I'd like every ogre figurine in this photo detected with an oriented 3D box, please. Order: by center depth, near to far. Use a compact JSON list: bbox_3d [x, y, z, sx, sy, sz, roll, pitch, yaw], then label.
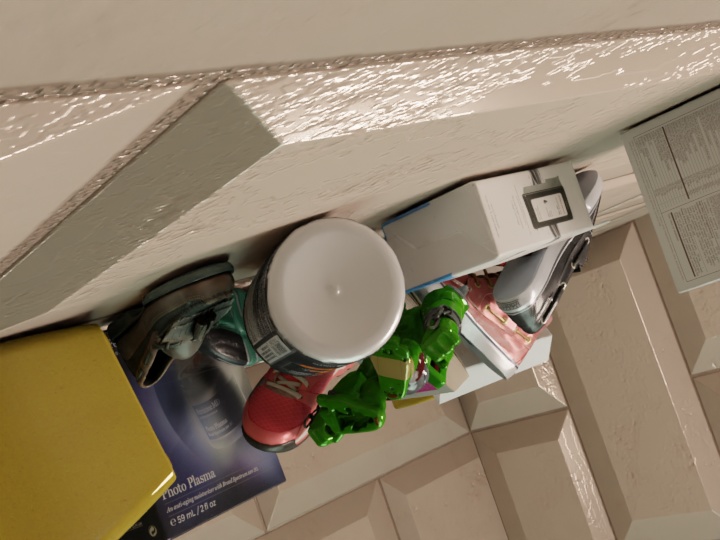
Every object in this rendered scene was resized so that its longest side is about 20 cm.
[{"bbox_3d":[0.032,0.080,0.914,0.120,0.097,0.202,-48,165,-52],"label":"ogre figurine"}]

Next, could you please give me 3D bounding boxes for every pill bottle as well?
[{"bbox_3d":[-0.038,0.029,0.811,0.105,0.108,0.200,-19,176,-15],"label":"pill bottle"}]

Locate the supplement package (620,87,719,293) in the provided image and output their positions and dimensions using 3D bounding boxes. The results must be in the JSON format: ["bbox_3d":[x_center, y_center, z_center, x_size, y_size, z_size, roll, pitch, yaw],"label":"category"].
[{"bbox_3d":[0.364,-0.091,0.881,0.198,0.153,0.151,-24,173,36],"label":"supplement package"}]

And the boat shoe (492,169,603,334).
[{"bbox_3d":[0.207,-0.018,1.053,0.069,0.067,0.201,-8,-141,47],"label":"boat shoe"}]

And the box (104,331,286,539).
[{"bbox_3d":[-0.201,0.159,1.009,0.122,0.201,0.199,-26,173,29],"label":"box"}]

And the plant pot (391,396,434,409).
[{"bbox_3d":[0.111,0.074,1.443,0.198,0.192,0.201,-19,176,-1],"label":"plant pot"}]

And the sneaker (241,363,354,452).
[{"bbox_3d":[-0.058,0.088,0.986,0.201,0.073,0.088,-54,159,-45],"label":"sneaker"}]

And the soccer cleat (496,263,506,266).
[{"bbox_3d":[0.143,-0.040,1.108,0.196,0.075,0.068,2,168,-21],"label":"soccer cleat"}]

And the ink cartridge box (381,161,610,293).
[{"bbox_3d":[0.128,-0.044,0.921,0.115,0.069,0.198,-22,175,43],"label":"ink cartridge box"}]

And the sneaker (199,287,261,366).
[{"bbox_3d":[-0.128,0.059,0.987,0.086,0.076,0.199,-17,178,22],"label":"sneaker"}]

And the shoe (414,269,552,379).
[{"bbox_3d":[0.123,0.024,1.073,0.091,0.200,0.071,-49,-151,-6],"label":"shoe"}]

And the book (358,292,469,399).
[{"bbox_3d":[0.032,0.083,1.118,0.048,0.134,0.200,-40,-175,-20],"label":"book"}]

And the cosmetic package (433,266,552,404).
[{"bbox_3d":[0.114,0.050,1.214,0.149,0.201,0.052,-20,138,-14],"label":"cosmetic package"}]

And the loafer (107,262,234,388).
[{"bbox_3d":[-0.145,0.047,0.812,0.071,0.064,0.199,-17,174,-34],"label":"loafer"}]

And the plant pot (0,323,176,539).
[{"bbox_3d":[-0.257,0.150,0.808,0.175,0.202,0.200,-28,178,-19],"label":"plant pot"}]
